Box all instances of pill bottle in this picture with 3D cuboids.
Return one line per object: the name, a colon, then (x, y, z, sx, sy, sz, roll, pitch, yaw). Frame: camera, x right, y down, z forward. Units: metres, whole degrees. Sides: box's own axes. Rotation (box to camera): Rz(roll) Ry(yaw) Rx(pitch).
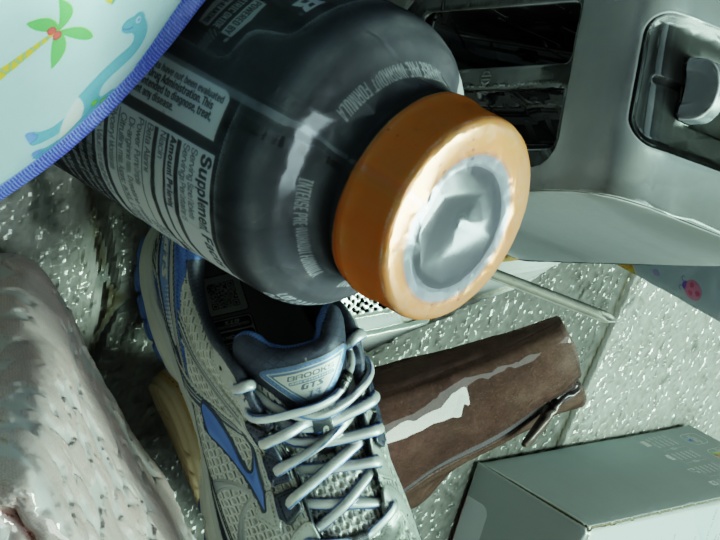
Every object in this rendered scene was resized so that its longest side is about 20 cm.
pill bottle: (-0.037, -0.056, 0.845, 0.106, 0.199, 0.107, -31, 137, -35)

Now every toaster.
toaster: (0.092, -0.100, 0.966, 0.118, 0.199, 0.182, 18, 80, -38)

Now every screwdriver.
screwdriver: (0.014, -0.010, 1.002, 0.199, 0.028, 0.029, 25, 119, -19)

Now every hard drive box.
hard drive box: (0.126, 0.175, 1.327, 0.199, 0.077, 0.157, -4, 117, -51)

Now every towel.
towel: (-0.078, 0.103, 0.874, 0.032, 0.200, 0.192, -30, 112, 3)

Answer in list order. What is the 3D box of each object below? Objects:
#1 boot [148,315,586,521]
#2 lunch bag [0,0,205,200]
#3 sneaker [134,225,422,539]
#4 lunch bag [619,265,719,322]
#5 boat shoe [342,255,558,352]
boot: (0.007, 0.052, 1.035, 0.166, 0.073, 0.200, -26, 160, 2)
lunch bag: (-0.126, -0.126, 0.749, 0.201, 0.127, 0.170, -61, 147, -16)
sneaker: (-0.027, 0.055, 0.901, 0.077, 0.201, 0.085, -21, 164, -21)
lunch bag: (0.186, -0.063, 1.148, 0.199, 0.169, 0.128, -24, 131, -41)
boat shoe: (0.000, 0.000, 1.052, 0.199, 0.071, 0.070, -5, 132, -34)
